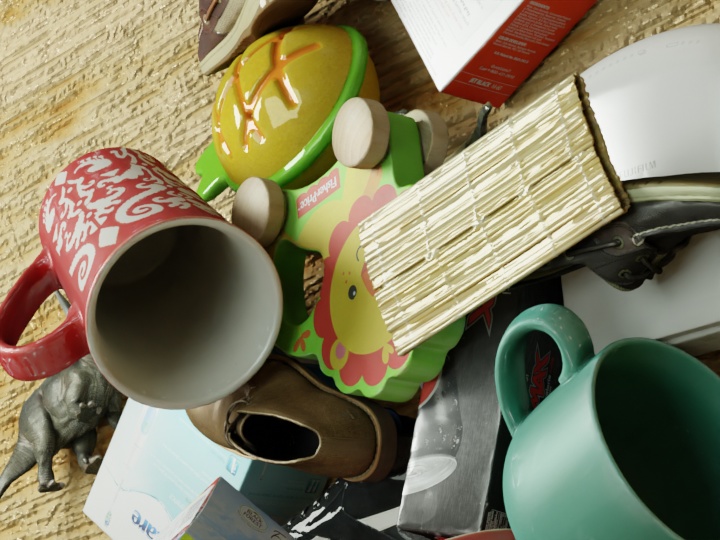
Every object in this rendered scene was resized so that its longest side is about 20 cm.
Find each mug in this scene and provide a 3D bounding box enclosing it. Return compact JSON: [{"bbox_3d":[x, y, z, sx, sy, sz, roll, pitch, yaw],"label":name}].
[{"bbox_3d":[-0.165,-0.006,1.724,0.200,0.177,0.134,-133,49,-62],"label":"mug"},{"bbox_3d":[0.155,0.121,1.520,0.114,0.152,0.186,-45,50,37],"label":"mug"}]

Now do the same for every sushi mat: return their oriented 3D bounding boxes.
[{"bbox_3d":[0.075,-0.031,1.530,0.200,0.012,0.096,-34,63,38],"label":"sushi mat"}]

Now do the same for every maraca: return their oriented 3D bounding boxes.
[{"bbox_3d":[-0.058,-0.110,1.814,0.200,0.107,0.137,-15,45,56],"label":"maraca"}]

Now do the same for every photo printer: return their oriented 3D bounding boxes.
[{"bbox_3d":[0.194,-0.048,1.570,0.166,0.069,0.201,-18,70,42],"label":"photo printer"}]

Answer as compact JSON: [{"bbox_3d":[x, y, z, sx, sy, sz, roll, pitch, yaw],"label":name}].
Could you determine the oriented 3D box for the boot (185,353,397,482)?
[{"bbox_3d":[-0.066,0.095,1.685,0.200,0.075,0.074,11,96,50],"label":"boot"}]

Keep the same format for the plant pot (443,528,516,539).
[{"bbox_3d":[0.072,0.266,1.535,0.200,0.200,0.178,-39,61,34],"label":"plant pot"}]

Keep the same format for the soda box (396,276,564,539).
[{"bbox_3d":[0.083,0.075,1.616,0.071,0.063,0.201,3,77,38],"label":"soda box"}]

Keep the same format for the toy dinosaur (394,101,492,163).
[{"bbox_3d":[0.037,-0.055,1.721,0.200,0.047,0.088,-57,26,29],"label":"toy dinosaur"}]

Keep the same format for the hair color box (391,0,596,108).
[{"bbox_3d":[0.112,-0.218,1.690,0.200,0.064,0.111,-47,51,30],"label":"hair color box"}]

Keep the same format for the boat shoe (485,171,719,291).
[{"bbox_3d":[0.157,-0.021,1.508,0.200,0.072,0.066,-4,92,41],"label":"boat shoe"}]

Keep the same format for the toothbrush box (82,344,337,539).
[{"bbox_3d":[-0.098,0.125,1.822,0.146,0.085,0.201,34,106,43],"label":"toothbrush box"}]

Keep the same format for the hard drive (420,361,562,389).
[{"bbox_3d":[0.094,0.054,1.684,0.132,0.026,0.200,-48,52,29],"label":"hard drive"}]

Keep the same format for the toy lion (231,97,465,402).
[{"bbox_3d":[0.000,0.000,1.660,0.200,0.068,0.192,-34,55,46],"label":"toy lion"}]

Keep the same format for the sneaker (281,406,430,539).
[{"bbox_3d":[-0.008,0.149,1.719,0.199,0.073,0.112,-12,94,35],"label":"sneaker"}]

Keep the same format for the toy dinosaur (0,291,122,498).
[{"bbox_3d":[-0.227,0.111,1.980,0.200,0.077,0.102,-60,36,26],"label":"toy dinosaur"}]

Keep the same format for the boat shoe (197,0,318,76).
[{"bbox_3d":[-0.082,-0.198,1.829,0.072,0.072,0.200,65,163,5],"label":"boat shoe"}]

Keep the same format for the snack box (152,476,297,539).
[{"bbox_3d":[-0.094,0.256,1.725,0.169,0.068,0.200,41,130,-7],"label":"snack box"}]
